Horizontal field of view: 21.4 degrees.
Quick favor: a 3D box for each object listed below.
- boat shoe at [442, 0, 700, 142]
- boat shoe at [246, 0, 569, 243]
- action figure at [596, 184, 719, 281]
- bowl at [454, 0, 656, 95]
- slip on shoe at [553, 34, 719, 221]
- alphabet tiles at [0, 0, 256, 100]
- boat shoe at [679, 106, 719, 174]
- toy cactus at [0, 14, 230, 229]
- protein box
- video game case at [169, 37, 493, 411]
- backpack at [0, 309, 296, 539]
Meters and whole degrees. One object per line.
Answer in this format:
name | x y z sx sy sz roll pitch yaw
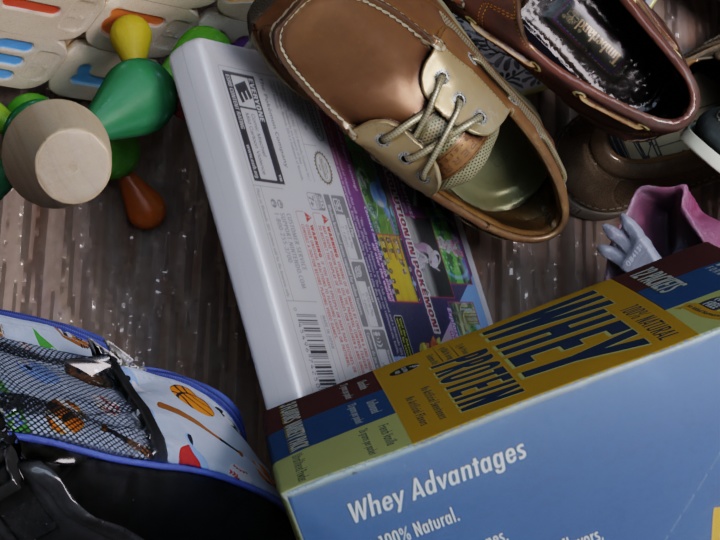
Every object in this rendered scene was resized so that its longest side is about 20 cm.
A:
boat shoe | 0.077 -0.135 0.869 0.200 0.070 0.070 37 94 -11
boat shoe | 0.034 -0.072 0.849 0.076 0.200 0.074 -47 47 13
action figure | 0.195 0.022 0.891 0.200 0.149 0.134 10 98 -49
bowl | 0.053 -0.189 0.939 0.200 0.094 0.201 -2 102 -10
slip on shoe | 0.187 -0.087 0.976 0.200 0.061 0.076 -22 80 -20
alphabet tiles | -0.100 -0.138 0.834 0.195 0.200 0.015 6 58 -34
boat shoe | 0.224 -0.064 0.920 0.199 0.066 0.075 9 33 -50
toy cactus | -0.138 -0.045 0.828 0.199 0.165 0.103 -18 104 -13
protein box | 0.091 0.122 0.708 0.198 0.135 0.201 -21 99 -3
video game case | 0.000 0.000 0.862 0.182 0.023 0.201 4 66 -57
backpack | -0.127 0.113 0.768 0.190 0.200 0.154 19 29 -33
